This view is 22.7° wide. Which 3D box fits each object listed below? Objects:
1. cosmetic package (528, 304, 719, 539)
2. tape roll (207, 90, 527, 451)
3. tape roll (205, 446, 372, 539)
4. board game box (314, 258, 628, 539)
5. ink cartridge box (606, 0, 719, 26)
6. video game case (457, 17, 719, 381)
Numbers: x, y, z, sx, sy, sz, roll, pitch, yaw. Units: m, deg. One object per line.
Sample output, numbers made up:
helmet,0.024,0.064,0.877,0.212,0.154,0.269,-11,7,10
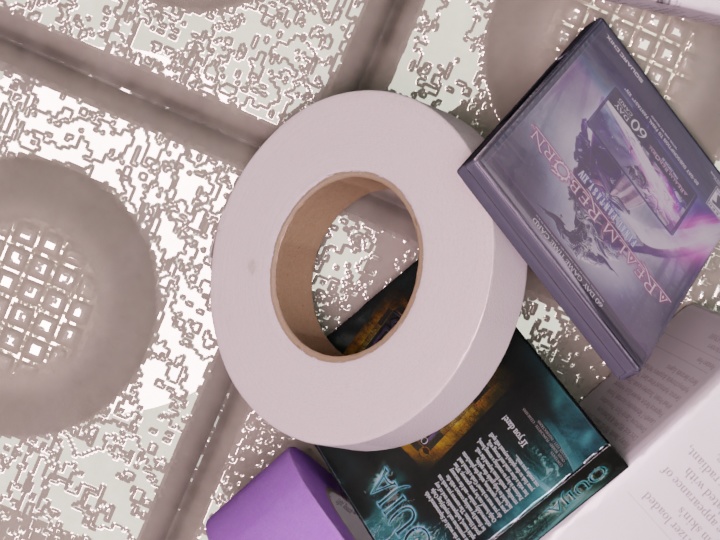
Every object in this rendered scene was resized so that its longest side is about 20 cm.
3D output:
cosmetic package,0.188,0.151,1.027,0.200,0.165,0.165,-41,97,1
tape roll,0.000,0.000,1.000,0.202,0.037,0.203,-9,75,37
tape roll,0.002,0.194,1.001,0.066,0.200,0.200,-42,97,1
board game box,0.044,0.084,1.003,0.135,0.200,0.028,-40,133,4
ink cartridge box,0.178,-0.209,1.036,0.200,0.067,0.116,11,96,-5
video game case,0.140,-0.046,1.002,0.019,0.200,0.143,-33,100,38
